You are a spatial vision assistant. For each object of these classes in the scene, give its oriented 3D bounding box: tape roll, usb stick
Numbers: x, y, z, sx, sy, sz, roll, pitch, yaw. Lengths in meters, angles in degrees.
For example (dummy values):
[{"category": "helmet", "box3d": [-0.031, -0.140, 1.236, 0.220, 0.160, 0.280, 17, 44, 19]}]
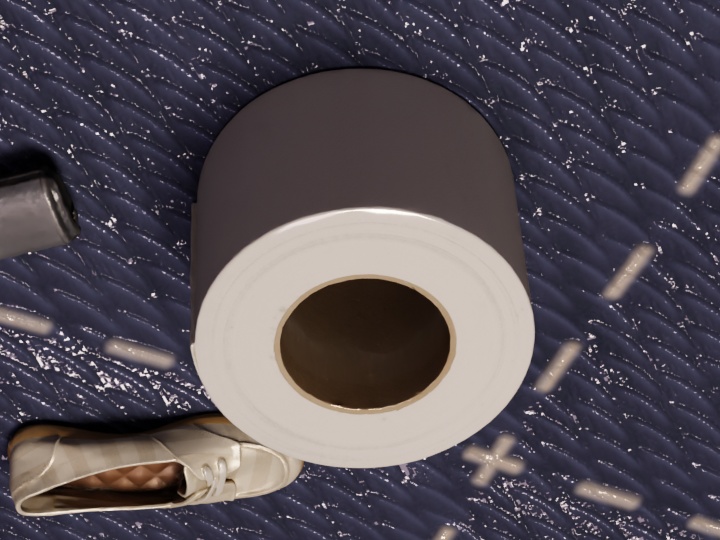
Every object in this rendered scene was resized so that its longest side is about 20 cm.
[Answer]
[{"category": "tape roll", "box3d": [0.000, 0.000, 1.419, 0.201, 0.140, 0.203, -2, 130, -2]}, {"category": "usb stick", "box3d": [-0.271, -0.019, 1.448, 0.199, 0.033, 0.056, -13, 130, 8]}]

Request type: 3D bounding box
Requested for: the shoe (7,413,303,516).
[{"category": "shoe", "box3d": [-0.137, 0.138, 1.580, 0.199, 0.054, 0.070, -1, 130, -2]}]
